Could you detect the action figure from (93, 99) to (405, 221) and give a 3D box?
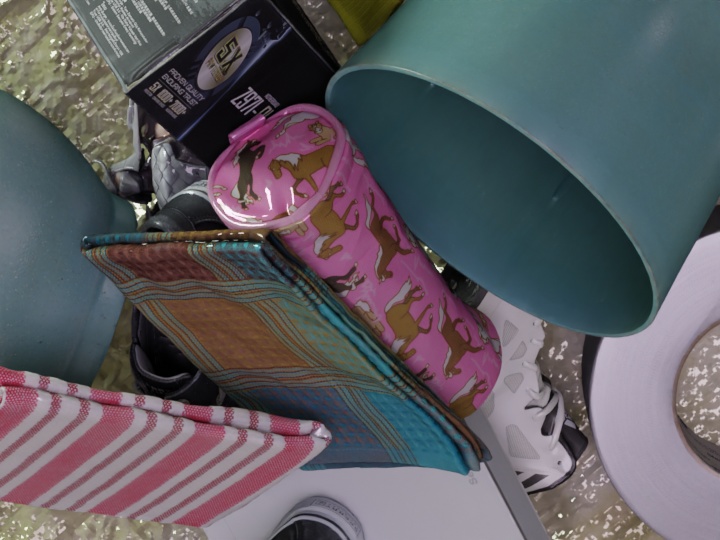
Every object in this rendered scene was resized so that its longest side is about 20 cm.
[{"bbox_3d":[-0.062,-0.053,1.359,0.198,0.070,0.131,-1,122,17],"label":"action figure"}]

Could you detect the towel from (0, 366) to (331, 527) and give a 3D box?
[{"bbox_3d":[-0.132,0.093,1.291,0.199,0.146,0.030,11,63,-29],"label":"towel"}]

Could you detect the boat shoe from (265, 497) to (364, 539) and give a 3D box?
[{"bbox_3d":[-0.069,0.211,1.405,0.072,0.071,0.201,35,125,7],"label":"boat shoe"}]

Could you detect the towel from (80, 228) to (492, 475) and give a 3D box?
[{"bbox_3d":[-0.040,0.045,1.258,0.200,0.146,0.022,46,58,-35],"label":"towel"}]

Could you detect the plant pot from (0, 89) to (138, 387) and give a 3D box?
[{"bbox_3d":[-0.203,0.000,1.332,0.133,0.200,0.202,18,104,-19],"label":"plant pot"}]

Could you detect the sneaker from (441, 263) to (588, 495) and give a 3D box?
[{"bbox_3d":[0.092,0.050,1.395,0.115,0.076,0.201,23,116,-13],"label":"sneaker"}]

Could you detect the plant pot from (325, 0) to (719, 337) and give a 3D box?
[{"bbox_3d":[0.107,-0.093,1.228,0.200,0.200,0.161,40,71,-8],"label":"plant pot"}]

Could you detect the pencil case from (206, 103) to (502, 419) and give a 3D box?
[{"bbox_3d":[0.000,0.000,1.256,0.086,0.083,0.200,4,148,36],"label":"pencil case"}]

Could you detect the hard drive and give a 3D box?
[{"bbox_3d":[0.003,0.145,1.395,0.199,0.026,0.133,-21,104,34],"label":"hard drive"}]

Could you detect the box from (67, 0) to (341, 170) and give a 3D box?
[{"bbox_3d":[-0.103,-0.160,1.255,0.086,0.164,0.201,-36,64,6],"label":"box"}]

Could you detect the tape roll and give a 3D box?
[{"bbox_3d":[0.228,0.064,1.396,0.198,0.066,0.202,0,103,0],"label":"tape roll"}]

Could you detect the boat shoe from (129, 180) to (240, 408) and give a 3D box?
[{"bbox_3d":[-0.098,0.052,1.351,0.071,0.068,0.201,21,124,26],"label":"boat shoe"}]

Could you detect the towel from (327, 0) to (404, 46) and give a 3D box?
[{"bbox_3d":[-0.050,-0.206,1.250,0.018,0.086,0.200,-40,90,-16],"label":"towel"}]
